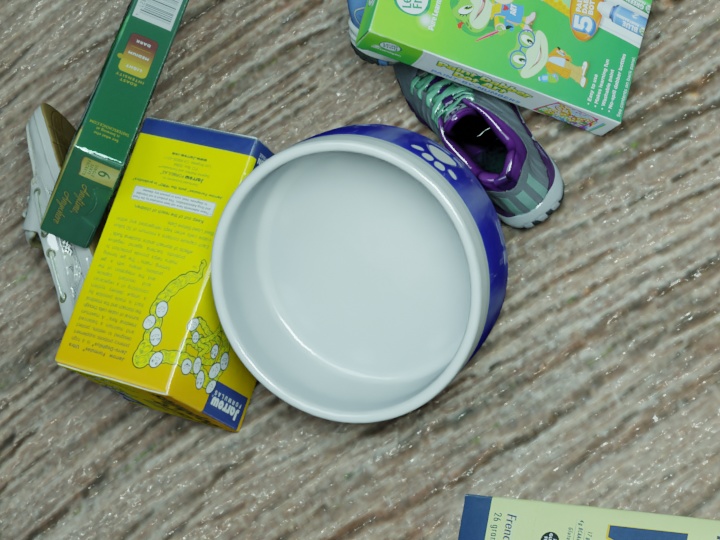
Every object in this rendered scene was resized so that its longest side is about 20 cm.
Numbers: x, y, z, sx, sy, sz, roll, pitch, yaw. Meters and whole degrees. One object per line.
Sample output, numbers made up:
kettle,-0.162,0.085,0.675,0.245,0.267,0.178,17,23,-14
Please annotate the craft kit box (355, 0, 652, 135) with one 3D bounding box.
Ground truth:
craft kit box,0.116,-0.223,1.490,0.197,0.049,0.201,17,77,-9

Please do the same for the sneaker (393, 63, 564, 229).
sneaker,0.076,-0.123,1.516,0.074,0.087,0.200,-41,58,8

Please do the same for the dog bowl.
dog bowl,0.000,0.000,1.460,0.199,0.079,0.201,5,106,18

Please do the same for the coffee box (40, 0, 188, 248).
coffee box,-0.187,-0.130,1.608,0.044,0.123,0.201,22,55,-9

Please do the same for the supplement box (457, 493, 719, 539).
supplement box,0.178,0.229,1.262,0.199,0.200,0.135,3,74,27

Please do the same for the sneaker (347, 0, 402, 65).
sneaker,0.082,-0.218,1.529,0.199,0.077,0.076,-23,41,-7

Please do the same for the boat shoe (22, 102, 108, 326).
boat shoe,-0.240,-0.042,1.663,0.069,0.071,0.201,-31,59,18

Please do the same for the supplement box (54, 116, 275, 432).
supplement box,-0.126,0.003,1.562,0.109,0.109,0.201,13,78,31
